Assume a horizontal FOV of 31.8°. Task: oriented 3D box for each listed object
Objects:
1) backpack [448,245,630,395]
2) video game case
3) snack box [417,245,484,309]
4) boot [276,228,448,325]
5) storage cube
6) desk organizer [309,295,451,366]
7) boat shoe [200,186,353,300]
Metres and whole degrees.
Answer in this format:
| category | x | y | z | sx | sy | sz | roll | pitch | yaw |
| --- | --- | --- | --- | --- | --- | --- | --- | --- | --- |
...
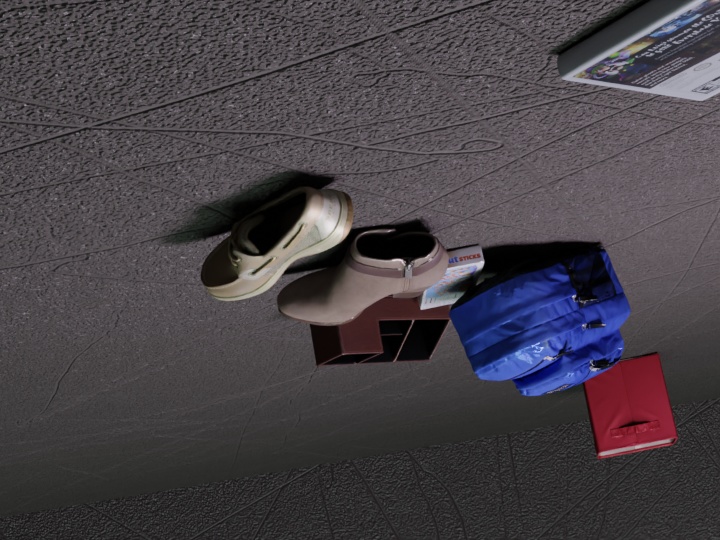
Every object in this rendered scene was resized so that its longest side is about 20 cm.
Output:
| category | x | y | z | sx | sy | sz | roll | pitch | yaw |
| --- | --- | --- | --- | --- | --- | --- | --- | --- | --- |
| backpack | 0.226 | 0.067 | 1.585 | 0.198 | 0.170 | 0.162 | -10 | 161 | -39 |
| video game case | 0.280 | -0.185 | 0.963 | 0.180 | 0.024 | 0.199 | 0 | 163 | -38 |
| snack box | 0.112 | 0.012 | 1.596 | 0.071 | 0.025 | 0.200 | -10 | 166 | -2 |
| boot | 0.000 | 0.000 | 1.411 | 0.197 | 0.071 | 0.147 | -11 | 160 | -3 |
| storage cube | 0.567 | 0.291 | 2.687 | 0.168 | 0.182 | 0.200 | -12 | 167 | 8 |
| desk organizer | 0.031 | 0.079 | 1.692 | 0.198 | 0.078 | 0.071 | 0 | 163 | -36 |
| boat shoe | -0.095 | -0.029 | 1.210 | 0.064 | 0.073 | 0.199 | 16 | 149 | -43 |
